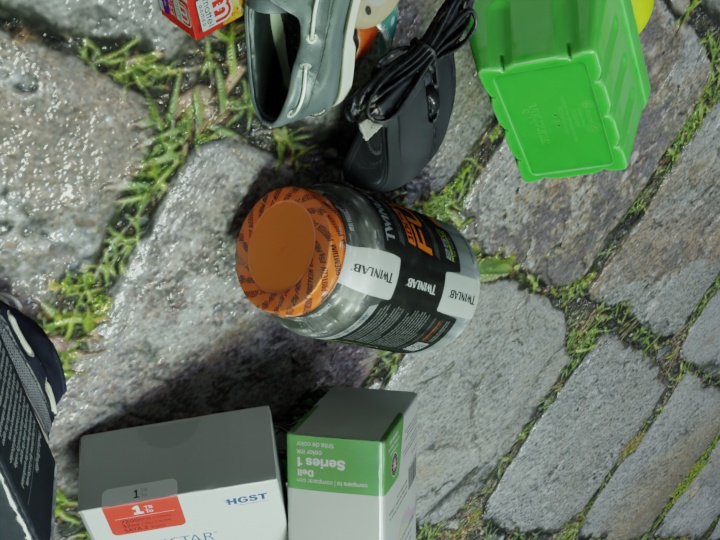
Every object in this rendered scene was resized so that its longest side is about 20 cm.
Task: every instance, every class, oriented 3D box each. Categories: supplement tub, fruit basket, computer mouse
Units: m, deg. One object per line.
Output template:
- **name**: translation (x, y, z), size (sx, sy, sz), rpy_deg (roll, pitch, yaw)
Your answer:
- **supplement tub**: translation (0.000, 0.000, 0.879), size (0.200, 0.122, 0.123), rpy_deg (14, 110, -52)
- **fruit basket**: translation (0.174, -0.205, 0.907), size (0.215, 0.155, 0.217), rpy_deg (-7, 90, -70)
- **computer mouse**: translation (0.036, -0.111, 0.810), size (0.139, 0.053, 0.200), rpy_deg (-49, 174, -21)

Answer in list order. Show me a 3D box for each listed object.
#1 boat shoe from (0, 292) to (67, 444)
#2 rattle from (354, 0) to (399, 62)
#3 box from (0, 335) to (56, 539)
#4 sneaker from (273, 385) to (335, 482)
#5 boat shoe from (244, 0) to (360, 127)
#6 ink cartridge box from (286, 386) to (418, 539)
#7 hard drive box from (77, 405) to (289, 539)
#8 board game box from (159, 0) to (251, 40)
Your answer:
- **boat shoe**: translation (-0.254, 0.033, 0.690), size (0.074, 0.093, 0.201), rpy_deg (-15, 115, 6)
- **rattle**: translation (0.044, -0.191, 0.674), size (0.130, 0.142, 0.201), rpy_deg (-30, 138, -56)
- **box**: translation (-0.269, 0.081, 0.590), size (0.147, 0.104, 0.201), rpy_deg (-16, 117, -6)
- **sneaker**: translation (-0.057, 0.147, 1.004), size (0.199, 0.078, 0.086), rpy_deg (5, 94, -46)
- **boat shoe**: translation (-0.042, -0.169, 0.650), size (0.062, 0.073, 0.201), rpy_deg (-35, 148, -26)
- **ink cartridge box**: translation (-0.004, 0.215, 0.914), size (0.145, 0.083, 0.201), rpy_deg (-34, 125, -74)
- **hard drive box**: translation (-0.136, 0.214, 0.905), size (0.155, 0.077, 0.201), rpy_deg (-9, 134, -2)
- **board game box**: translation (-0.047, -0.257, 0.667), size (0.200, 0.046, 0.152), rpy_deg (-35, 142, -21)
